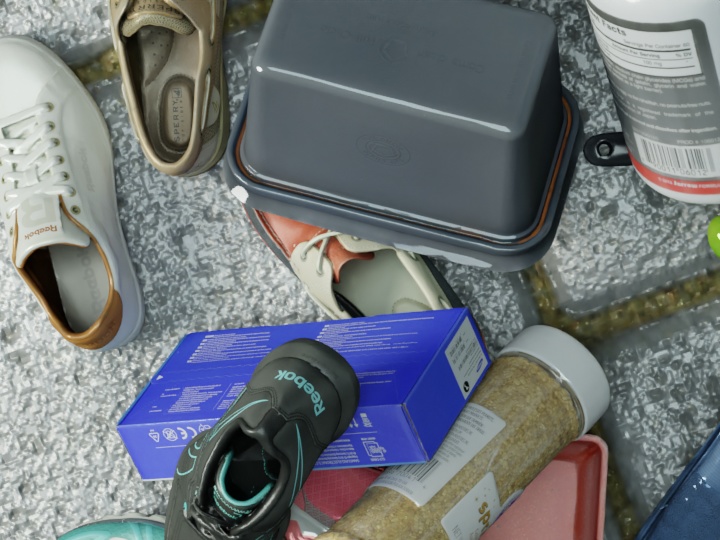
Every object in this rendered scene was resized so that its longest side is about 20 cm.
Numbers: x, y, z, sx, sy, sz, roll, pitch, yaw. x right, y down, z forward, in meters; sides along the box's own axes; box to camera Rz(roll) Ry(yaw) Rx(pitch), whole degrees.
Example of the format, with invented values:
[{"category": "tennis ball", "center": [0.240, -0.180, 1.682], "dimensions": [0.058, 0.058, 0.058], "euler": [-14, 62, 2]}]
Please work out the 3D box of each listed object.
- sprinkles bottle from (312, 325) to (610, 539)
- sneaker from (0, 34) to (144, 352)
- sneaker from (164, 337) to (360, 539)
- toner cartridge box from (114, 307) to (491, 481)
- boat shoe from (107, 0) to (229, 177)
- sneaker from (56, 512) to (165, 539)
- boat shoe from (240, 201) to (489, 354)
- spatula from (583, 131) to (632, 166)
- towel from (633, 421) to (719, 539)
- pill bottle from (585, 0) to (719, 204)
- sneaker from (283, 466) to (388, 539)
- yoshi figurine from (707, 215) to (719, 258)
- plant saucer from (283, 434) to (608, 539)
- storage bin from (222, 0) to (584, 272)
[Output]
[{"category": "sprinkles bottle", "center": [0.057, 0.114, 1.682], "dimensions": [0.068, 0.068, 0.200], "euler": [45, 59, 4]}, {"category": "sneaker", "center": [-0.181, -0.049, 1.773], "dimensions": [0.073, 0.085, 0.200], "euler": [-23, 87, 9]}, {"category": "sneaker", "center": [-0.071, 0.117, 1.648], "dimensions": [0.075, 0.079, 0.200], "euler": [34, 133, 6]}, {"category": "toner cartridge box", "center": [-0.033, 0.071, 1.711], "dimensions": [0.200, 0.095, 0.043], "euler": [-6, 121, 34]}, {"category": "boat shoe", "center": [-0.114, -0.155, 1.769], "dimensions": [0.071, 0.065, 0.200], "euler": [-9, 91, 8]}, {"category": "sneaker", "center": [-0.111, 0.192, 1.756], "dimensions": [0.200, 0.080, 0.078], "euler": [13, 97, 32]}, {"category": "boat shoe", "center": [0.000, 0.000, 1.761], "dimensions": [0.071, 0.063, 0.200], "euler": [-43, 85, 9]}, {"category": "spatula", "center": [0.230, -0.076, 1.747], "dimensions": [0.200, 0.021, 0.057], "euler": [-5, 85, 9]}, {"category": "towel", "center": [0.240, 0.133, 1.709], "dimensions": [0.112, 0.049, 0.200], "euler": [34, 117, 2]}, {"category": "pill bottle", "center": [0.185, -0.145, 1.644], "dimensions": [0.116, 0.116, 0.200], "euler": [-13, 129, 8]}, {"category": "sneaker", "center": [0.033, 0.157, 1.720], "dimensions": [0.200, 0.074, 0.087], "euler": [34, 94, 6]}, {"category": "yoshi figurine", "center": [0.288, 0.009, 1.718], "dimensions": [0.200, 0.112, 0.112], "euler": [32, 60, -6]}, {"category": "plant saucer", "center": [0.043, 0.189, 1.774], "dimensions": [0.200, 0.037, 0.200], "euler": [3, 92, 7]}, {"category": "storage bin", "center": [0.029, -0.107, 1.701], "dimensions": [0.200, 0.134, 0.146], "euler": [15, 66, 7]}]
